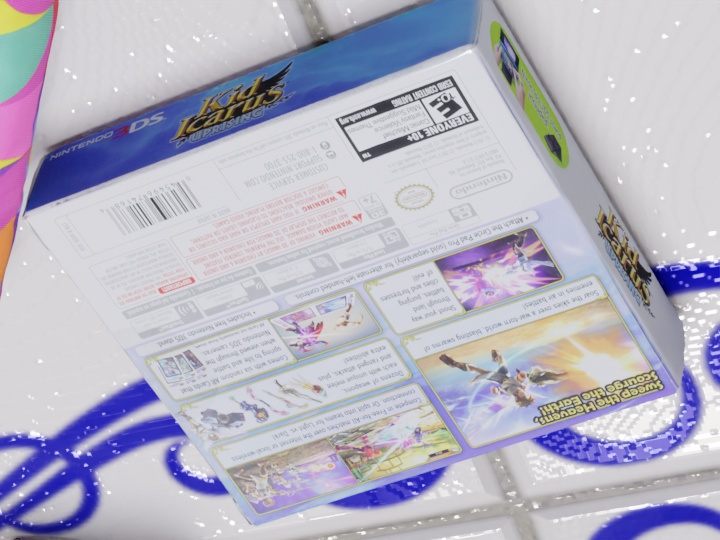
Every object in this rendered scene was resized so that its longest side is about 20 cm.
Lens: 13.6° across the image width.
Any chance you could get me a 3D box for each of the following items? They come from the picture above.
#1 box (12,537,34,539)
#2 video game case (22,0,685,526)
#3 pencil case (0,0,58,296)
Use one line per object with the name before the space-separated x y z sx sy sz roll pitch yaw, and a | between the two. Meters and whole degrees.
box | -0.122 0.230 1.318 0.095 0.100 0.201 6 112 7
video game case | 0.000 0.000 1.179 0.199 0.046 0.182 -19 124 23
pencil case | -0.166 -0.054 1.133 0.088 0.089 0.201 11 130 -2
